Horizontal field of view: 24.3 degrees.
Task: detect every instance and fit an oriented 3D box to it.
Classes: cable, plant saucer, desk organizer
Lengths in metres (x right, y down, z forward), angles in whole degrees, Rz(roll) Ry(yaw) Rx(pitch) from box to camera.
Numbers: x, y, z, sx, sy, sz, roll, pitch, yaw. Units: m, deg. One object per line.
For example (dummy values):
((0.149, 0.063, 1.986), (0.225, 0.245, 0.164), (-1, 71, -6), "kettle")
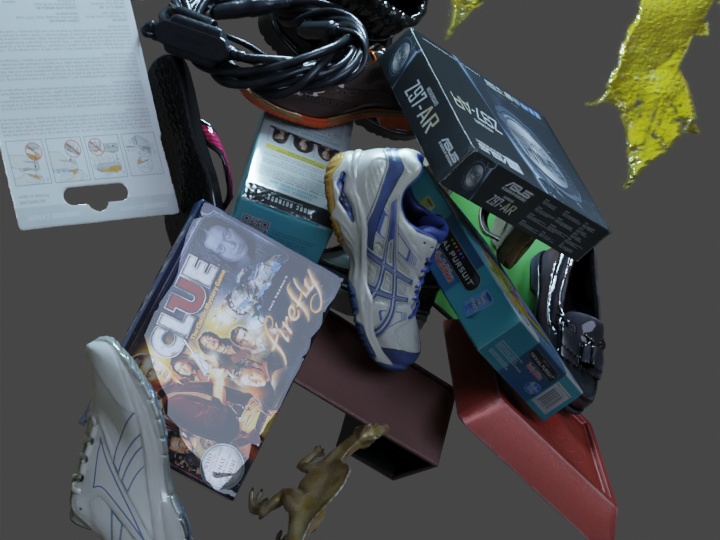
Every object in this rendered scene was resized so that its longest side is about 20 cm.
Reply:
((-0.077, -0.200, 1.440), (0.163, 0.200, 0.051), (-36, 139, -53), "cable")
((0.160, 0.140, 1.529), (0.200, 0.037, 0.200), (43, 17, -18), "plant saucer")
((-0.016, 0.100, 1.447), (0.200, 0.072, 0.077), (33, 56, -25), "desk organizer")

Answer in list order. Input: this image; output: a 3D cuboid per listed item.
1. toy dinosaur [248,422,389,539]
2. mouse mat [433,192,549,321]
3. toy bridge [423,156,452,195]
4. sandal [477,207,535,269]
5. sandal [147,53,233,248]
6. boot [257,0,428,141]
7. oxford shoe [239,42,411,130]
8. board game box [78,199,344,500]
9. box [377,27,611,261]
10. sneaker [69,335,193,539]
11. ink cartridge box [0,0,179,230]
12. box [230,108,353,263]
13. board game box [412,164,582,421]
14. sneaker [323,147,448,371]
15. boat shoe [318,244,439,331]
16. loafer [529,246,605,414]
((-0.046, 0.194, 1.358), (0.058, 0.101, 0.200), (42, 51, -18), "toy dinosaur")
((0.131, -0.013, 1.663), (0.161, 0.008, 0.200), (41, 49, -20), "mouse mat")
((0.071, -0.097, 1.607), (0.027, 0.067, 0.200), (36, 53, -23), "toy bridge")
((0.139, -0.051, 1.577), (0.054, 0.080, 0.200), (34, 11, -2), "sandal")
((-0.138, -0.091, 1.427), (0.045, 0.075, 0.201), (4, 66, -41), "sandal")
((0.022, -0.214, 1.554), (0.211, 0.158, 0.080), (33, 53, -24), "boot")
((-0.013, -0.172, 1.476), (0.199, 0.073, 0.071), (-2, 43, -31), "oxford shoe")
((-0.117, 0.063, 1.334), (0.135, 0.035, 0.200), (29, 78, -13), "board game box")
((0.116, -0.107, 1.446), (0.200, 0.044, 0.160), (27, 30, -43), "box")
((-0.182, 0.149, 1.256), (0.087, 0.075, 0.201), (-13, 93, -8), "sneaker")
((-0.246, -0.132, 1.377), (0.162, 0.057, 0.201), (-9, 86, -42), "ink cartridge box")
((-0.058, -0.086, 1.446), (0.082, 0.049, 0.200), (20, 36, -7), "box")
((0.108, 0.018, 1.475), (0.151, 0.047, 0.200), (46, 12, -51), "board game box")
((0.033, -0.006, 1.380), (0.075, 0.088, 0.200), (-78, 156, -60), "sneaker")
((0.000, 0.000, 1.477), (0.200, 0.072, 0.071), (17, 103, -53), "boat shoe")
((0.206, 0.046, 1.619), (0.072, 0.063, 0.200), (35, 35, -32), "loafer")
